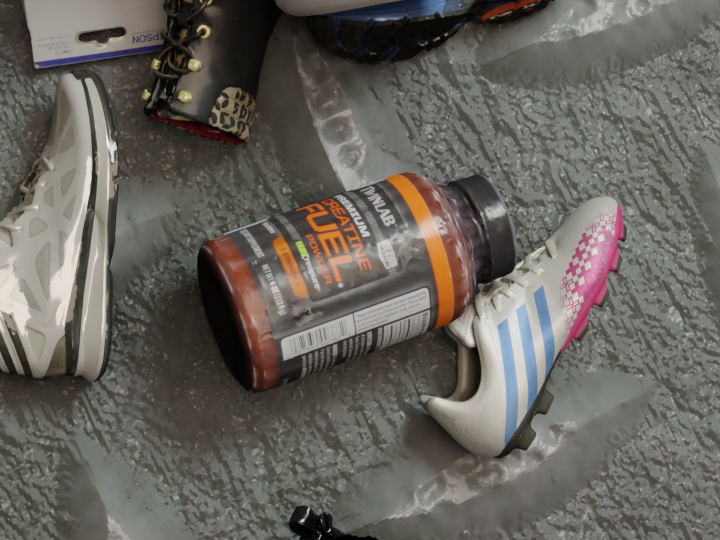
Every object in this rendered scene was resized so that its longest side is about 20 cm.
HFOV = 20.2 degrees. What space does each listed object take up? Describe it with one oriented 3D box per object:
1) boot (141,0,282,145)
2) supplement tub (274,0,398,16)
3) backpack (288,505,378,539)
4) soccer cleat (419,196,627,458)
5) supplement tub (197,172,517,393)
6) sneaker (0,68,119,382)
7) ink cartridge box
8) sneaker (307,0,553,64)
[{"bbox_3d":[-0.111,-0.176,1.290,0.073,0.203,0.155,11,83,33],"label":"boot"},{"bbox_3d":[-0.001,-0.266,1.254,0.139,0.140,0.202,-12,98,-15],"label":"supplement tub"},{"bbox_3d":[0.006,0.240,1.245,0.167,0.200,0.127,41,76,-6],"label":"backpack"},{"bbox_3d":[0.109,0.027,1.363,0.086,0.070,0.201,29,78,-9],"label":"soccer cleat"},{"bbox_3d":[0.000,0.000,1.322,0.199,0.107,0.108,-20,88,-16],"label":"supplement tub"},{"bbox_3d":[-0.216,-0.031,1.288,0.114,0.076,0.202,2,85,-15],"label":"sneaker"},{"bbox_3d":[-0.180,-0.237,1.314,0.099,0.039,0.201,-9,115,-15],"label":"ink cartridge box"},{"bbox_3d":[0.051,-0.200,1.384,0.199,0.075,0.079,-19,76,-21],"label":"sneaker"}]
